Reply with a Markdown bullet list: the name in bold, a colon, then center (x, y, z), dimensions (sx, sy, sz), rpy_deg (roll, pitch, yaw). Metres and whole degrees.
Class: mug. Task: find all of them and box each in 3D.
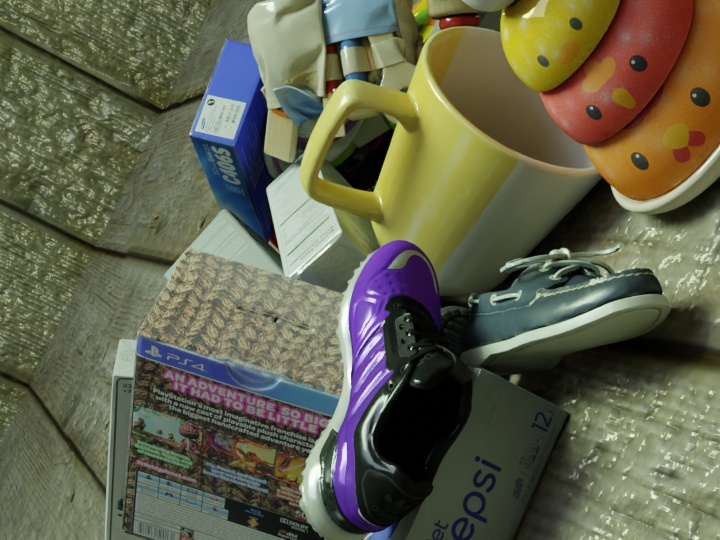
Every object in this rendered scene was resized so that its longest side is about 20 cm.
- **mug**: center (0.064, -0.073, 0.955), dimensions (0.154, 0.186, 0.150), rpy_deg (-60, 0, 38)

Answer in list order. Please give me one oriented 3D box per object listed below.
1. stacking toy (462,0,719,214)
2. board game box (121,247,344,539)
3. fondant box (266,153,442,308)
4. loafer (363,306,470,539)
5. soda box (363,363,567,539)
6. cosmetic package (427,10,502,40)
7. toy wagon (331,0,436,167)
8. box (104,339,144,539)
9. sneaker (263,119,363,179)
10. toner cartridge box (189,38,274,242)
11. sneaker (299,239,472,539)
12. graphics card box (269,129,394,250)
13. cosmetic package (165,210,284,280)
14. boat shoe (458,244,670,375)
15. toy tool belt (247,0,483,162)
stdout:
- **stacking toy**: center (0.130, -0.136, 0.799), dimensions (0.147, 0.199, 0.147), rpy_deg (-53, 20, 29)
- **board game box**: center (-0.072, 0.109, 0.954), dimensions (0.097, 0.158, 0.201), rpy_deg (-67, -8, -50)
- **fondant box**: center (0.000, 0.000, 1.054), dimensions (0.058, 0.144, 0.200), rpy_deg (-40, 22, 10)
- **loafer**: center (0.041, 0.125, 0.918), dimensions (0.201, 0.073, 0.071), rpy_deg (-66, 7, -23)
- **soda box**: center (0.048, 0.160, 0.831), dimensions (0.202, 0.068, 0.063), rpy_deg (-66, 18, -6)
- **cosmetic package**: center (0.142, -0.250, 1.116), dimensions (0.202, 0.090, 0.107), rpy_deg (-66, 20, 0)
- **toy wagon**: center (0.019, -0.161, 1.229), dimensions (0.200, 0.040, 0.155), rpy_deg (-48, 22, -2)
- **box**: center (-0.173, 0.167, 1.248), dimensions (0.060, 0.115, 0.202), rpy_deg (-98, 13, -61)
- **sneaker**: center (-0.027, -0.159, 1.193), dimensions (0.201, 0.074, 0.100), rpy_deg (-65, 6, -16)
- **toner cartridge box**: center (-0.099, -0.109, 1.201), dimensions (0.200, 0.043, 0.096), rpy_deg (79, -152, -67)
- **sneaker**: center (0.032, 0.061, 0.810), dimensions (0.099, 0.069, 0.202), rpy_deg (-31, 38, 47)
- **graphics card box**: center (0.000, -0.088, 1.271), dimensions (0.200, 0.051, 0.125), rpy_deg (-49, 16, -5)
- **cosmetic package**: center (-0.071, 0.044, 1.118), dimensions (0.090, 0.107, 0.200), rpy_deg (-48, 39, -2)
- **boat shoe**: center (0.117, 0.021, 0.820), dimensions (0.200, 0.074, 0.063), rpy_deg (142, 127, -69)
- **toy tool belt**: center (0.009, -0.156, 1.064), dimensions (0.125, 0.198, 0.124), rpy_deg (-15, -81, -69)
